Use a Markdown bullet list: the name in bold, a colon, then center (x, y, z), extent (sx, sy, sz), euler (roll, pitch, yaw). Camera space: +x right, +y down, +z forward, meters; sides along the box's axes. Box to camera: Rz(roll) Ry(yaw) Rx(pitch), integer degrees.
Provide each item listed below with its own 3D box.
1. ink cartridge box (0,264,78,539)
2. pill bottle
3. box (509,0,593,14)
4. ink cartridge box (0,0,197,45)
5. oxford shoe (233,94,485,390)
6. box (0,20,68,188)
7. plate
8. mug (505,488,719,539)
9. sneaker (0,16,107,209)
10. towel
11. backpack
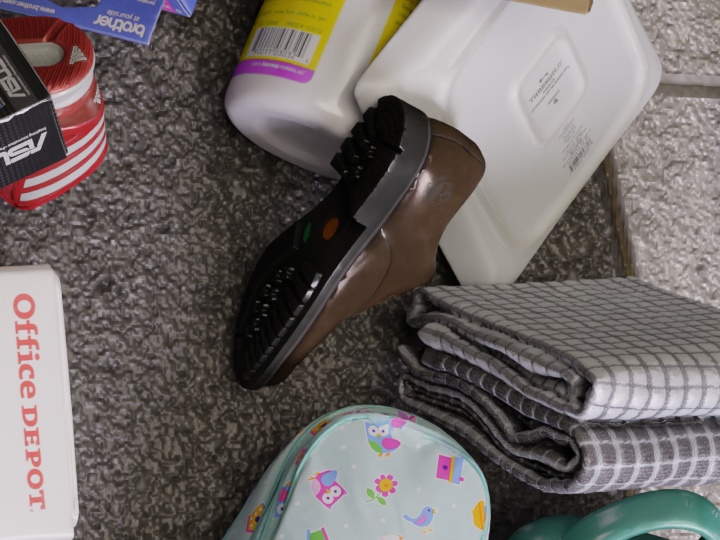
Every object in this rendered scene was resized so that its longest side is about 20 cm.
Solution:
- **ink cartridge box**: center (-0.256, 0.078, 1.433), extent (0.199, 0.084, 0.147), euler (-3, 84, -20)
- **pill bottle**: center (0.005, -0.159, 1.551), extent (0.104, 0.104, 0.201), euler (27, 75, -15)
- **box**: center (0.045, -0.222, 1.502), extent (0.199, 0.021, 0.164), euler (11, 57, 9)
- **ink cartridge box**: center (-0.126, -0.218, 1.515), extent (0.119, 0.042, 0.201), euler (14, 73, 20)
- **oxford shoe**: center (0.000, 0.000, 1.499), extent (0.084, 0.200, 0.073), euler (20, 36, -31)
- **box**: center (-0.259, -0.098, 1.387), extent (0.160, 0.044, 0.200), euler (-27, 50, -13)
- **plate**: center (0.097, -0.106, 1.556), extent (0.200, 0.032, 0.200), euler (-53, 138, -21)
- **mug**: center (0.120, 0.197, 1.515), extent (0.114, 0.152, 0.186), euler (16, 91, -12)
- **sneaker**: center (-0.230, -0.075, 1.470), extent (0.199, 0.116, 0.079), euler (6, 50, 14)
- **towel**: center (0.131, 0.065, 1.511), extent (0.165, 0.200, 0.086), euler (-2, 103, -31)
- **backpack**: center (-0.006, 0.175, 1.491), extent (0.166, 0.127, 0.201), euler (26, 72, -12)
